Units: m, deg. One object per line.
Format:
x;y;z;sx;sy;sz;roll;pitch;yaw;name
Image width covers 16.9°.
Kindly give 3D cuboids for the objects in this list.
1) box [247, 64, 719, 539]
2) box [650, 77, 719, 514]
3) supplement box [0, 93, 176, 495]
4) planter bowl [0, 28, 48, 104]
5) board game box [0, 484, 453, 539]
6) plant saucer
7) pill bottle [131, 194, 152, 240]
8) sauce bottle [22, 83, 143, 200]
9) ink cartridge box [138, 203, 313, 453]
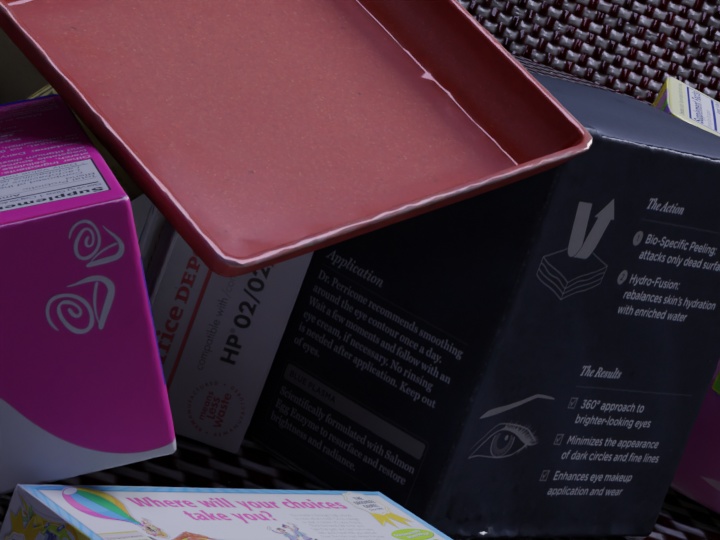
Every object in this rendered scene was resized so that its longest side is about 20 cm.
0.078;0.015;1.135;0.117;0.201;0.196;29;13;36;box
0.205;0.027;1.278;0.200;0.176;0.097;29;17;-1;box
-0.142;0.006;0.936;0.103;0.102;0.200;-12;18;-10;supplement box
-0.139;-0.150;1.257;0.135;0.200;0.200;56;6;-11;planter bowl
-0.017;0.123;0.881;0.134;0.034;0.200;30;15;39;board game box
-0.038;-0.080;0.992;0.200;0.037;0.200;-20;56;-38;plant saucer
-0.094;-0.053;1.359;0.113;0.113;0.200;20;11;-6;pill bottle
-0.139;-0.043;1.062;0.066;0.200;0.066;58;-1;2;sauce bottle
-0.070;0.008;1.119;0.068;0.116;0.200;19;12;-8;ink cartridge box
